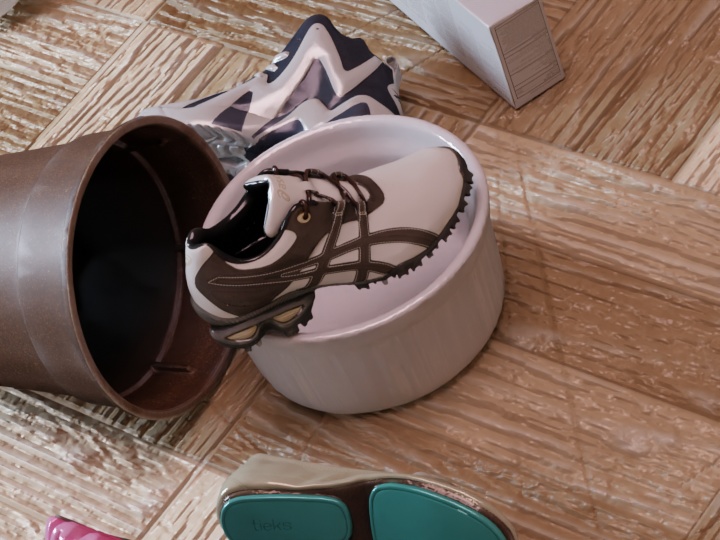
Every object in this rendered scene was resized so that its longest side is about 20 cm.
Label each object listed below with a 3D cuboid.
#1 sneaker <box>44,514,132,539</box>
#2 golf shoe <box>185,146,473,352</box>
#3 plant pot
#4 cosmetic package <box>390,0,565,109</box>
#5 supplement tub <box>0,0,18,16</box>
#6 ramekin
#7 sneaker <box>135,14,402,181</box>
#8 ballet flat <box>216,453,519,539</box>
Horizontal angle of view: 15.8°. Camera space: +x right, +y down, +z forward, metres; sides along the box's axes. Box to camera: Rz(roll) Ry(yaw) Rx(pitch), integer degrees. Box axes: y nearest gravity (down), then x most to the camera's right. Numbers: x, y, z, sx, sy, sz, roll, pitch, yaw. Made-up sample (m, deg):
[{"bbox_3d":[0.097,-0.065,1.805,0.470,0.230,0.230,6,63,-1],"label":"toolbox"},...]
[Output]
[{"bbox_3d":[-0.149,0.206,1.512,0.096,0.079,0.200,-65,18,-5],"label":"sneaker"},{"bbox_3d":[-0.020,-0.032,1.629,0.200,0.095,0.078,-33,44,-12],"label":"golf shoe"},{"bbox_3d":[-0.213,-0.002,1.761,0.198,0.200,0.201,0,48,32],"label":"plant pot"},{"bbox_3d":[0.070,-0.205,1.906,0.051,0.083,0.200,-32,45,-12],"label":"cosmetic package"},{"bbox_3d":[-0.341,-0.303,2.124,0.144,0.145,0.200,-21,44,3],"label":"supplement tub"},{"bbox_3d":[0.000,0.000,1.727,0.200,0.098,0.201,-12,46,12],"label":"ramekin"},{"bbox_3d":[-0.060,-0.126,1.886,0.199,0.080,0.130,-3,46,20],"label":"sneaker"},{"bbox_3d":[0.009,0.146,1.607,0.199,0.070,0.070,7,51,19],"label":"ballet flat"}]
